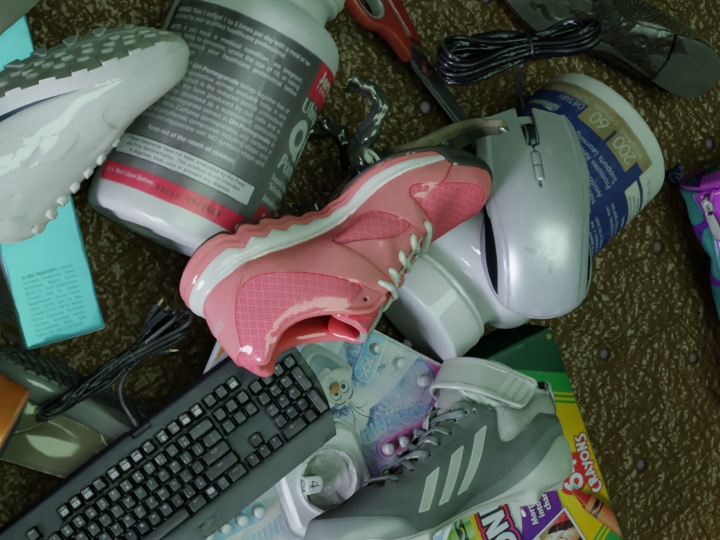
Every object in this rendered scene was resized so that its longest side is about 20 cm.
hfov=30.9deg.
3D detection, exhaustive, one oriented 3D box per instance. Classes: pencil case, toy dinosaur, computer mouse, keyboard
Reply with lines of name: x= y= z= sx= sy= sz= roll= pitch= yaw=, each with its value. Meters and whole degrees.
pencil case: x=0.301 y=0.010 z=0.986 sx=0.092 sy=0.085 sz=0.201 roll=-25 pitch=102 yaw=-37
toy dinosaur: x=0.004 y=-0.071 z=0.839 sx=0.047 sy=0.200 sz=0.089 roll=-7 pitch=66 yaw=-56
computer mouse: x=0.109 y=-0.070 z=0.814 sx=0.109 sy=0.044 sz=0.202 roll=-3 pitch=69 yaw=-4
keyboard: x=-0.121 y=0.098 z=0.746 sx=0.200 sy=0.021 sz=0.127 roll=-37 pitch=83 yaw=-13

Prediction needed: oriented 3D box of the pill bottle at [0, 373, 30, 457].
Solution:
pill bottle: x=-0.283 y=0.053 z=0.703 sx=0.199 sy=0.106 sz=0.107 roll=27 pitch=82 yaw=-9

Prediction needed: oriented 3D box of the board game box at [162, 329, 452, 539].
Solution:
board game box: x=-0.019 y=0.130 z=0.809 sx=0.199 sy=0.026 sz=0.201 roll=28 pitch=75 yaw=-23

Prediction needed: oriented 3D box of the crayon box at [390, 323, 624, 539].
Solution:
crayon box: x=0.083 y=0.163 z=0.911 sx=0.172 sy=0.058 sz=0.201 roll=-25 pitch=101 yaw=-21

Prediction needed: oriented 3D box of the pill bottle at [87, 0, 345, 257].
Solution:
pill bottle: x=-0.079 y=-0.109 z=0.801 sx=0.110 sy=0.111 sz=0.201 roll=26 pitch=83 yaw=-22

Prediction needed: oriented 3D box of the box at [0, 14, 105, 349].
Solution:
box: x=-0.205 y=-0.059 z=0.765 sx=0.049 sy=0.082 sz=0.202 roll=-16 pitch=99 yaw=-23

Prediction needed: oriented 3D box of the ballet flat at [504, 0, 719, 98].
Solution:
ballet flat: x=0.177 y=-0.188 z=0.949 sx=0.199 sy=0.046 sz=0.068 roll=25 pitch=114 yaw=-17

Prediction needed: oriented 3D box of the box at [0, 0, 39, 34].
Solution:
box: x=-0.236 y=-0.238 z=0.674 sx=0.199 sy=0.128 sz=0.109 roll=36 pitch=60 yaw=2

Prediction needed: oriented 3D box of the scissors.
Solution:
scissors: x=0.033 y=-0.144 z=0.888 sx=0.201 sy=0.014 sz=0.073 roll=62 pitch=38 yaw=-16

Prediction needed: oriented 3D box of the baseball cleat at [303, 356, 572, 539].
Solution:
baseball cleat: x=0.042 y=0.112 z=0.798 sx=0.199 sy=0.070 sz=0.107 roll=-11 pitch=86 yaw=-37

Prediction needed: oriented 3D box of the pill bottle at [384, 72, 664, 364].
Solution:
pill bottle: x=0.103 y=-0.033 z=0.883 sx=0.200 sy=0.111 sz=0.111 roll=-42 pitch=107 yaw=-16

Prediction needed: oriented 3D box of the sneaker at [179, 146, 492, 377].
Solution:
sneaker: x=0.000 y=0.000 z=0.756 sx=0.199 sy=0.074 sz=0.087 roll=-25 pitch=63 yaw=-15

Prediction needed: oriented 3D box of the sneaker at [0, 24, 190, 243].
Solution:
sneaker: x=-0.176 y=-0.067 z=0.701 sx=0.199 sy=0.076 sz=0.081 roll=-30 pitch=115 yaw=-15

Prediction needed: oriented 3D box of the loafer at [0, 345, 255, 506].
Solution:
loafer: x=-0.151 y=0.118 z=0.809 sx=0.199 sy=0.075 sz=0.070 roll=31 pitch=94 yaw=-19
